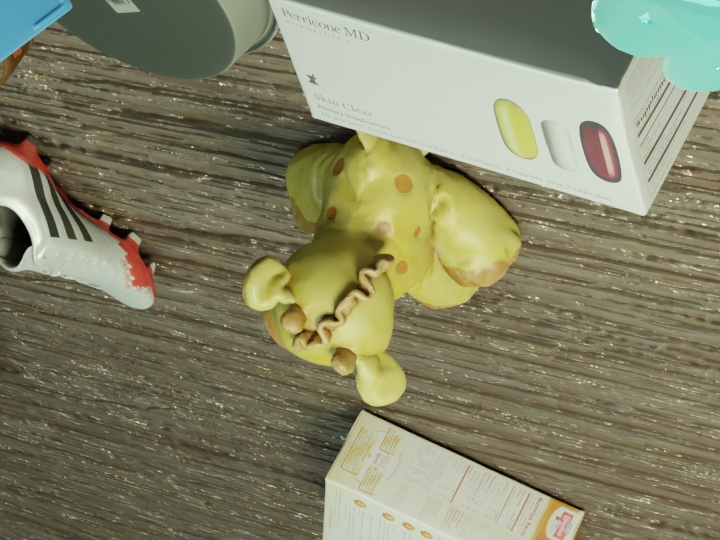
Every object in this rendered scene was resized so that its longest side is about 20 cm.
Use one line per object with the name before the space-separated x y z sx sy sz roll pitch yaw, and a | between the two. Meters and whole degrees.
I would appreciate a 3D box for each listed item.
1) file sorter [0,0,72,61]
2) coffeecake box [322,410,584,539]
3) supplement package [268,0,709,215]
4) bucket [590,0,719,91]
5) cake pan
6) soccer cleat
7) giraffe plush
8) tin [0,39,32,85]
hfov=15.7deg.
file sorter | -0.307 -0.205 1.608 0.123 0.139 0.200 -1 124 54
coffeecake box | 0.073 0.213 2.140 0.200 0.073 0.154 25 155 10
supplement package | 0.081 -0.143 1.348 0.200 0.156 0.111 17 153 25
bucket | 0.185 -0.186 1.113 0.207 0.207 0.135 39 147 -21
cake pan | -0.146 -0.189 1.646 0.200 0.037 0.200 24 155 12
soccer cleat | -0.235 -0.021 2.005 0.069 0.085 0.200 3 145 44
giraffe plush | 0.000 0.000 1.700 0.172 0.162 0.200 26 156 8
tin | -0.325 -0.184 1.849 0.200 0.042 0.112 15 156 27
